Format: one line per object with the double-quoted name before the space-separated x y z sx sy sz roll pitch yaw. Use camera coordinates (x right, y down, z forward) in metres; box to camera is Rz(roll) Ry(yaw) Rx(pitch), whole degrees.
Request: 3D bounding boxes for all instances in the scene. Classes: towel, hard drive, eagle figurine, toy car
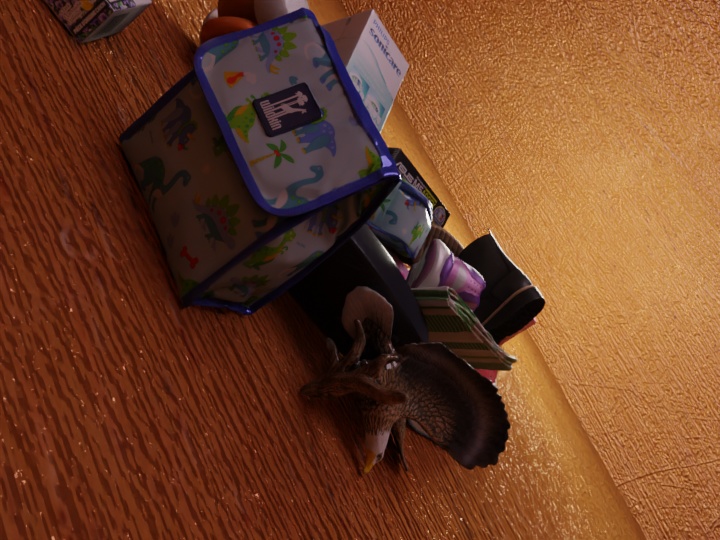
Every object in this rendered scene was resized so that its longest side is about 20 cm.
"towel" 0.085 0.071 0.751 0.199 0.149 0.024 41 56 -45
"hard drive" -0.020 0.008 0.653 0.202 0.132 0.043 53 48 -24
"eagle figurine" 0.037 0.128 0.631 0.197 0.152 0.153 25 19 -44
"toy car" -0.127 -0.262 0.839 0.200 0.171 0.153 47 53 -35

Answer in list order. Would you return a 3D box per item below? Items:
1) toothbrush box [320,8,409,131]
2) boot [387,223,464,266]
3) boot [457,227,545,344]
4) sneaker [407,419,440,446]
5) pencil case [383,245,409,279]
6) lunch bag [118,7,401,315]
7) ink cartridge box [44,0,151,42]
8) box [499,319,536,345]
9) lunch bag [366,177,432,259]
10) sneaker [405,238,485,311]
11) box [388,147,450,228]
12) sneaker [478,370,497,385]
"toothbrush box" -0.051 -0.172 0.706 0.085 0.143 0.205 41 61 -41
"boot" 0.083 -0.039 1.015 0.196 0.074 0.166 29 -2 2
"boot" 0.144 0.051 0.901 0.077 0.197 0.140 43 15 -55
"sneaker" 0.123 0.185 0.861 0.199 0.080 0.078 36 24 -57
"pencil case" 0.000 0.000 0.820 0.199 0.086 0.089 35 27 -60
"lunch bag" -0.080 -0.088 0.524 0.174 0.197 0.127 62 17 17
"ink cartridge box" -0.288 -0.314 0.579 0.202 0.050 0.110 54 16 -20
"box" 0.391 0.083 1.798 0.203 0.126 0.109 56 16 -4
"lunch bag" 0.001 -0.096 0.851 0.196 0.084 0.161 30 -3 14
"sneaker" 0.095 0.032 0.778 0.086 0.083 0.200 23 -16 -3
"box" 0.027 -0.130 1.010 0.197 0.045 0.160 15 -23 48
"sneaker" 0.191 0.188 1.026 0.074 0.085 0.205 -56 124 -73
